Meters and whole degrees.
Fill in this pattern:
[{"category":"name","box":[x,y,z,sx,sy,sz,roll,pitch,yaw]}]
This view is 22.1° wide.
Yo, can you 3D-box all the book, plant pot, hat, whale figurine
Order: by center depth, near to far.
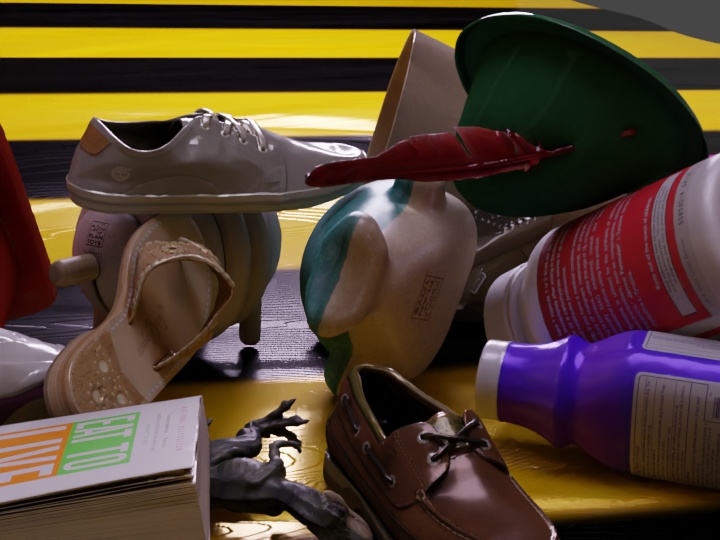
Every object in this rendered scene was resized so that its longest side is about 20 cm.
[{"category":"book","box":[-0.174,0.110,0.905,0.199,0.048,0.134,-9,16,-2]},{"category":"hat","box":[0.087,-0.042,1.118,0.199,0.177,0.166,28,-23,6]},{"category":"whale figurine","box":[0.000,0.000,1.155,0.103,0.160,0.200,22,6,18]},{"category":"plant pot","box":[0.107,-0.069,1.438,0.199,0.188,0.187,16,15,-4]}]

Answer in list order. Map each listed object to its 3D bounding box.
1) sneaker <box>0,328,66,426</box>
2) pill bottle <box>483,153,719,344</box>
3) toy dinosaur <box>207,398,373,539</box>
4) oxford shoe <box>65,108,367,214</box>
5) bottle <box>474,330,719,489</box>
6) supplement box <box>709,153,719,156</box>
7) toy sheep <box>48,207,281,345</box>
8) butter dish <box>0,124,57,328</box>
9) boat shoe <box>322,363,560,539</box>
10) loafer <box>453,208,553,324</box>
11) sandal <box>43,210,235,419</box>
[{"category":"sneaker","box":[-0.220,0.041,1.011,0.200,0.075,0.100,13,44,-58]},{"category":"pill bottle","box":[0.173,0.011,1.126,0.112,0.113,0.200,-13,-9,-45]},{"category":"toy dinosaur","box":[-0.080,0.104,0.987,0.199,0.048,0.088,5,22,19]},{"category":"oxford shoe","box":[-0.084,-0.071,1.144,0.199,0.058,0.075,-3,20,-24]},{"category":"bottle","box":[0.166,0.077,1.057,0.199,0.084,0.065,8,28,18]},{"category":"supplement box","box":[0.307,-0.018,1.390,0.103,0.102,0.200,-7,18,-31]},{"category":"toy sheep","box":[-0.124,-0.009,1.214,0.137,0.139,0.200,14,19,33]},{"category":"butter dish","box":[-0.294,0.008,1.083,0.198,0.201,0.148,-9,45,1]},{"category":"boat shoe","box":[0.037,0.106,0.954,0.072,0.068,0.200,-5,19,-33]},{"category":"loafer","box":[0.056,0.010,1.317,0.199,0.068,0.076,-20,25,-20]},{"category":"sandal","box":[-0.104,0.024,1.054,0.069,0.078,0.212,-20,21,28]}]
